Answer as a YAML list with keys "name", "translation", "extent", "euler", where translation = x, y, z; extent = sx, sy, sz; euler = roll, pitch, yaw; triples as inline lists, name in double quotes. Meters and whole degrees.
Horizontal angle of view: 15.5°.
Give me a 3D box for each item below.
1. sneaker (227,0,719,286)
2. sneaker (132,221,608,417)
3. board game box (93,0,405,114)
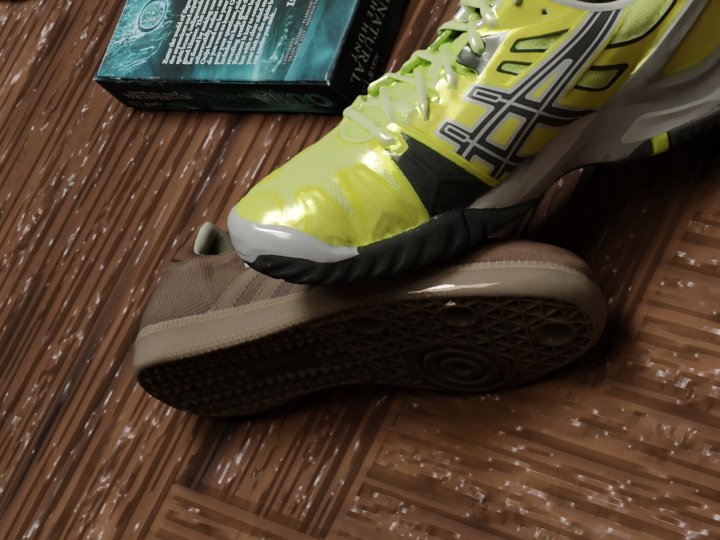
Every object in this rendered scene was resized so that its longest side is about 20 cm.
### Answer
- name: "sneaker"
  translation: [0.040, -0.061, 0.901]
  extent: [0.199, 0.077, 0.075]
  euler: [-28, 28, -15]
- name: "sneaker"
  translation: [0.000, 0.000, 0.949]
  extent: [0.199, 0.070, 0.076]
  euler: [-9, 56, 34]
- name: "board game box"
  translation: [-0.023, -0.159, 1.100]
  extent: [0.135, 0.028, 0.201]
  euler: [4, 67, 41]
